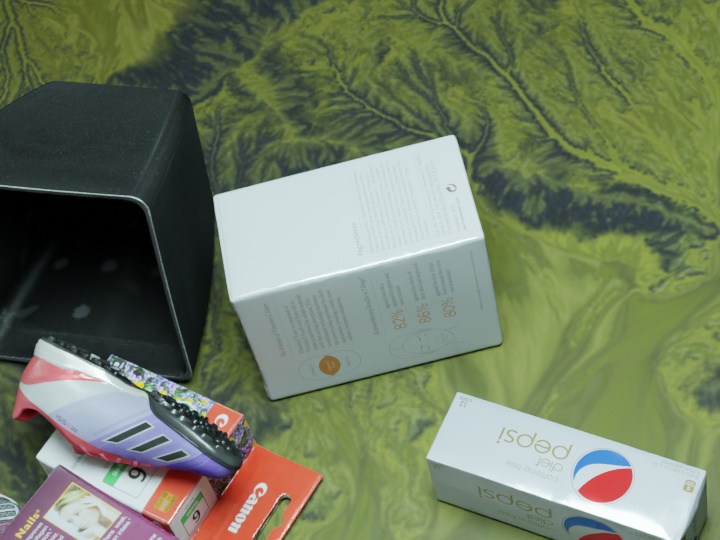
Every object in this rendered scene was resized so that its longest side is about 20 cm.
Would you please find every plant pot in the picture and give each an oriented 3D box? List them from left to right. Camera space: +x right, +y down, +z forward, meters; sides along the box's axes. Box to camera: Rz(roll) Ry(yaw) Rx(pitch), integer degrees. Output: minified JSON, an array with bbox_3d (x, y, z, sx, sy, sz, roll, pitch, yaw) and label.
[{"bbox_3d":[-0.220,-0.048,1.417,0.198,0.201,0.178,6,43,16],"label":"plant pot"}]

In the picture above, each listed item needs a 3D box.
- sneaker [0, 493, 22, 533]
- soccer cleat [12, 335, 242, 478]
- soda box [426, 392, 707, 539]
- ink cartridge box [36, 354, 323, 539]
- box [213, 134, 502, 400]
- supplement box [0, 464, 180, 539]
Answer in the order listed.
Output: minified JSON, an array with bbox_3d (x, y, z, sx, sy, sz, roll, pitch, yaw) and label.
[{"bbox_3d":[-0.328,0.249,1.286,0.074,0.081,0.200,29,65,26],"label":"sneaker"},{"bbox_3d":[-0.179,0.121,1.302,0.199,0.068,0.073,26,88,22],"label":"soccer cleat"},{"bbox_3d":[0.153,0.159,1.256,0.199,0.068,0.064,16,59,22],"label":"soda box"},{"bbox_3d":[-0.142,0.153,1.333,0.199,0.050,0.109,22,62,25],"label":"ink cartridge box"},{"bbox_3d":[0.000,0.000,1.349,0.199,0.153,0.107,-13,54,2],"label":"box"},{"bbox_3d":[-0.177,0.255,1.235,0.199,0.103,0.131,27,64,27],"label":"supplement box"}]
